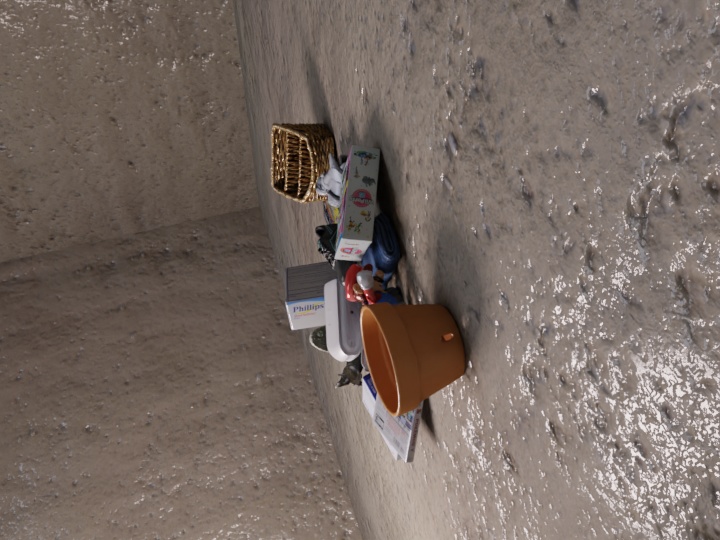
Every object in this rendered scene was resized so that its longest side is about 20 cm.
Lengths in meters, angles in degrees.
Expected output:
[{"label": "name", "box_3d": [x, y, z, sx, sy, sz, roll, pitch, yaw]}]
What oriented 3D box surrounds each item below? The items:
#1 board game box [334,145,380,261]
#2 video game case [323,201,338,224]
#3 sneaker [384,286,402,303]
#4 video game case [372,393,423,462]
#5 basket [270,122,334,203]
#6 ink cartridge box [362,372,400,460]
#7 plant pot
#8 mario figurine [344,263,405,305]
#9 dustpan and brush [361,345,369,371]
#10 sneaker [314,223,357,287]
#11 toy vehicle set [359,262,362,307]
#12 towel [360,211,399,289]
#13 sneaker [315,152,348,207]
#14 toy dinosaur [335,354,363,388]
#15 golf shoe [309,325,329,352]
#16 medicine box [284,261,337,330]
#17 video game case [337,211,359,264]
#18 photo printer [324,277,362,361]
[{"label": "board game box", "box_3d": [-0.009, -0.136, 1.239, 0.148, 0.064, 0.201, 119, 155, -73]}, {"label": "video game case", "box_3d": [-0.070, -0.158, 1.703, 0.181, 0.025, 0.200, 92, 161, -50]}, {"label": "sneaker", "box_3d": [0.062, 0.140, 1.328, 0.073, 0.082, 0.201, -169, 64, -73]}, {"label": "video game case", "box_3d": [0.087, 0.317, 1.391, 0.200, 0.023, 0.183, -147, 62, -65]}, {"label": "basket", "box_3d": [-0.159, -0.286, 1.609, 0.143, 0.148, 0.201, -121, 32, -51]}, {"label": "ink cartridge box", "box_3d": [0.063, 0.369, 1.540, 0.197, 0.043, 0.200, 57, 163, 33]}, {"label": "plant pot", "box_3d": [0.095, 0.142, 1.062, 0.200, 0.140, 0.201, 165, 90, -77]}, {"label": "mario figurine", "box_3d": [0.052, 0.051, 1.220, 0.200, 0.106, 0.124, 45, 146, 23]}, {"label": "dustpan and brush", "box_3d": [0.039, 0.134, 1.399, 0.201, 0.057, 0.140, -68, -18, -4]}, {"label": "sneaker", "box_3d": [-0.058, -0.036, 1.357, 0.200, 0.079, 0.076, -105, 28, -48]}, {"label": "toy vehicle set", "box_3d": [0.000, 0.000, 1.473, 0.124, 0.026, 0.201, -146, 56, -71]}, {"label": "towel", "box_3d": [0.045, -0.033, 1.298, 0.200, 0.048, 0.112, 107, 147, -65]}, {"label": "sneaker", "box_3d": [-0.054, -0.228, 1.427, 0.200, 0.075, 0.115, -127, 44, -61]}, {"label": "toy dinosaur", "box_3d": [-0.016, 0.245, 1.580, 0.102, 0.077, 0.200, 109, 177, -47]}, {"label": "golf shoe", "box_3d": [-0.074, 0.197, 1.686, 0.097, 0.199, 0.079, -14, 75, 49]}, {"label": "medicine box", "box_3d": [-0.126, 0.067, 1.752, 0.200, 0.181, 0.103, -103, 5, -58]}, {"label": "video game case", "box_3d": [-0.027, -0.103, 1.455, 0.200, 0.022, 0.183, -152, 69, -73]}, {"label": "photo printer", "box_3d": [-0.043, 0.122, 1.458, 0.166, 0.069, 0.201, 156, 111, -74]}]
